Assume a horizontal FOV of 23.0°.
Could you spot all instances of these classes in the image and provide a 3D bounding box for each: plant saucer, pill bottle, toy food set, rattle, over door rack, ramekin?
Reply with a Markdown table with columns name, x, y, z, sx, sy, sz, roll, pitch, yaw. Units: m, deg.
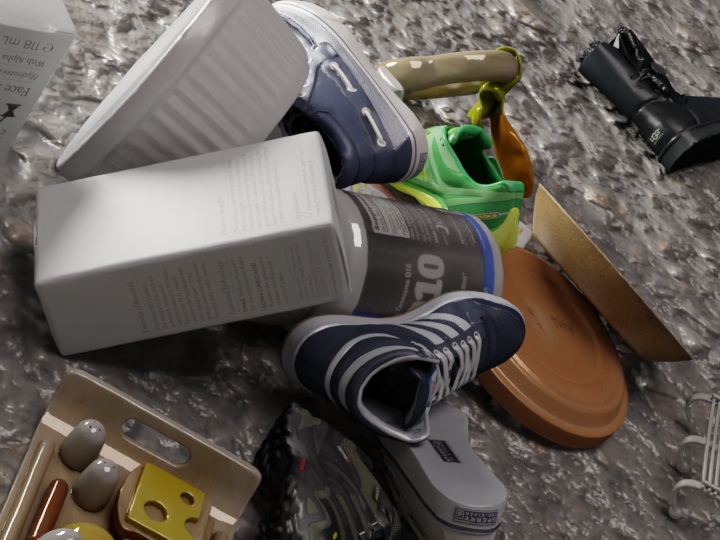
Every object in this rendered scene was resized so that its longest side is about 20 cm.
| name | x | y | z | sx | sy | sz | roll | pitch | yaw |
| --- | --- | --- | --- | --- | --- | --- | --- | --- | --- |
| plant saucer | 0.208 | 0.011 | 1.526 | 0.200 | 0.035 | 0.200 | 49 | 6 | -6 |
| pill bottle | 0.000 | 0.000 | 1.317 | 0.199 | 0.114 | 0.114 | 8 | 42 | -38 |
| toy food set | -0.135 | 0.154 | 1.035 | 0.143 | 0.061 | 0.201 | 30 | 33 | -12 |
| rattle | 0.057 | -0.137 | 1.619 | 0.199 | 0.144 | 0.130 | -9 | 16 | -39 |
| over door rack | 0.355 | 0.186 | 1.459 | 0.198 | 0.067 | 0.148 | 17 | 32 | 6 |
| plant saucer | 0.147 | 0.053 | 1.449 | 0.199 | 0.032 | 0.201 | 32 | 35 | -25 |
| ramekin | -0.122 | -0.119 | 1.283 | 0.094 | 0.202 | 0.203 | 42 | 30 | -12 |

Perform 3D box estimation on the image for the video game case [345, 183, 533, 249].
| name | x | y | z | sx | sy | sz | roll | pitch | yaw |
| --- | --- | --- | --- | --- | --- | --- | --- | --- | --- |
| video game case | 0.046 | -0.053 | 1.519 | 0.199 | 0.023 | 0.182 | 38 | 31 | 1 |

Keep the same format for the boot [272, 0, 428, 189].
| name | x | y | z | sx | sy | sz | roll | pitch | yaw |
| --- | --- | --- | --- | --- | --- | --- | --- | --- | --- |
| boot | -0.037 | -0.140 | 1.368 | 0.090 | 0.073 | 0.200 | -11 | 47 | -44 |

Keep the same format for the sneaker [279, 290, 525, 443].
| name | x | y | z | sx | sy | sz | roll | pitch | yaw |
| --- | --- | --- | --- | --- | --- | --- | --- | --- | --- |
| sneaker | 0.054 | 0.067 | 1.240 | 0.198 | 0.071 | 0.108 | -6 | 20 | -30 |

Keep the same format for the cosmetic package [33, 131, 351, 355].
| name | x | y | z | sx | sy | sz | roll | pitch | yaw |
| --- | --- | --- | --- | --- | --- | --- | --- | --- | --- |
| cosmetic package | -0.111 | -0.018 | 1.172 | 0.198 | 0.074 | 0.102 | -12 | 42 | 2 |

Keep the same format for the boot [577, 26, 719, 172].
| name | x | y | z | sx | sy | sz | roll | pitch | yaw |
| --- | --- | --- | --- | --- | --- | --- | --- | --- | --- |
| boot | 0.343 | -0.199 | 1.949 | 0.199 | 0.077 | 0.169 | -19 | 65 | -47 |

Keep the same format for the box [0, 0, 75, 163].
| name | x | y | z | sx | sy | sz | roll | pitch | yaw |
| --- | --- | --- | --- | --- | --- | --- | --- | --- | --- |
| box | -0.334 | -0.194 | 1.219 | 0.198 | 0.131 | 0.201 | 4 | 45 | -42 |

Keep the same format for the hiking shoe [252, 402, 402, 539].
| name | x | y | z | sx | sy | sz | roll | pitch | yaw |
| --- | --- | --- | --- | --- | --- | --- | --- | --- | --- |
| hiking shoe | -0.014 | 0.168 | 1.123 | 0.100 | 0.076 | 0.201 | 22 | 34 | -18 |

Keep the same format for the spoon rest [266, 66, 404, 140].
| name | x | y | z | sx | sy | sz | roll | pitch | yaw |
| --- | --- | --- | --- | --- | --- | --- | --- | --- | --- |
| spoon rest | -0.061 | -0.121 | 1.451 | 0.198 | 0.061 | 0.100 | -11 | 41 | -24 |

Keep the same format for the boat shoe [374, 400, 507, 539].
| name | x | y | z | sx | sy | sz | roll | pitch | yaw |
| --- | --- | --- | --- | --- | --- | --- | --- | --- | --- |
| boat shoe | 0.050 | 0.145 | 1.224 | 0.071 | 0.066 | 0.200 | 5 | 19 | -20 |

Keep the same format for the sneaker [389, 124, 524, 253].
| name | x | y | z | sx | sy | sz | roll | pitch | yaw |
| --- | --- | --- | --- | --- | --- | --- | --- | --- | --- |
| sneaker | 0.074 | -0.091 | 1.476 | 0.074 | 0.084 | 0.200 | -1 | 33 | -43 |
